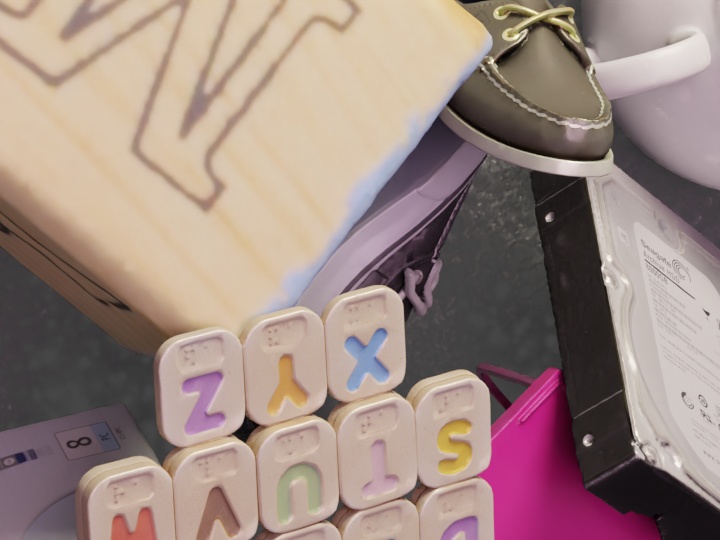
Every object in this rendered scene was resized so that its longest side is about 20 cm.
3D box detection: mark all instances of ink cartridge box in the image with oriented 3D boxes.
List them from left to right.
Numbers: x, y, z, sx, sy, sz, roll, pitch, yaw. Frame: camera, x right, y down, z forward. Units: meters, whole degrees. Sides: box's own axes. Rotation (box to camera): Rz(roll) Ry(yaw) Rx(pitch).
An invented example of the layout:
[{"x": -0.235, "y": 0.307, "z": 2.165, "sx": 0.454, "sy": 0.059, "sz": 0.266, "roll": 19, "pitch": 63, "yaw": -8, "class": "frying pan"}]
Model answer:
[{"x": -0.174, "y": 0.137, "z": 1.197, "sx": 0.200, "sy": 0.160, "sz": 0.047, "roll": -12, "pitch": 123, "yaw": -18, "class": "ink cartridge box"}]

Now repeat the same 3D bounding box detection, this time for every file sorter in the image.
[{"x": 0.048, "y": 0.159, "z": 1.290, "sx": 0.200, "sy": 0.125, "sz": 0.139, "roll": -45, "pitch": 106, "yaw": -10, "class": "file sorter"}]

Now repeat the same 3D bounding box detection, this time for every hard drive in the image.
[{"x": 0.148, "y": 0.046, "z": 1.279, "sx": 0.038, "sy": 0.200, "sz": 0.140, "roll": -34, "pitch": 130, "yaw": 26, "class": "hard drive"}]

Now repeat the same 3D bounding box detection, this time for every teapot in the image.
[{"x": 0.210, "y": -0.128, "z": 1.320, "sx": 0.197, "sy": 0.146, "sz": 0.200, "roll": 29, "pitch": 84, "yaw": -17, "class": "teapot"}]

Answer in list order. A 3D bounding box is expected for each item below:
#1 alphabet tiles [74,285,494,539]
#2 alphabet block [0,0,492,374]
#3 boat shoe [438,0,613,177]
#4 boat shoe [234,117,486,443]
[{"x": -0.028, "y": 0.109, "z": 1.151, "sx": 0.200, "sy": 0.015, "sz": 0.196, "roll": -14, "pitch": 114, "yaw": -29, "class": "alphabet tiles"}, {"x": -0.098, "y": -0.091, "z": 1.197, "sx": 0.200, "sy": 0.195, "sz": 0.196, "roll": 40, "pitch": 78, "yaw": -17, "class": "alphabet block"}, {"x": 0.067, "y": -0.103, "z": 1.237, "sx": 0.072, "sy": 0.202, "sz": 0.060, "roll": 6, "pitch": 114, "yaw": -22, "class": "boat shoe"}, {"x": 0.002, "y": 0.001, "z": 1.282, "sx": 0.199, "sy": 0.074, "sz": 0.068, "roll": -51, "pitch": 127, "yaw": -18, "class": "boat shoe"}]
